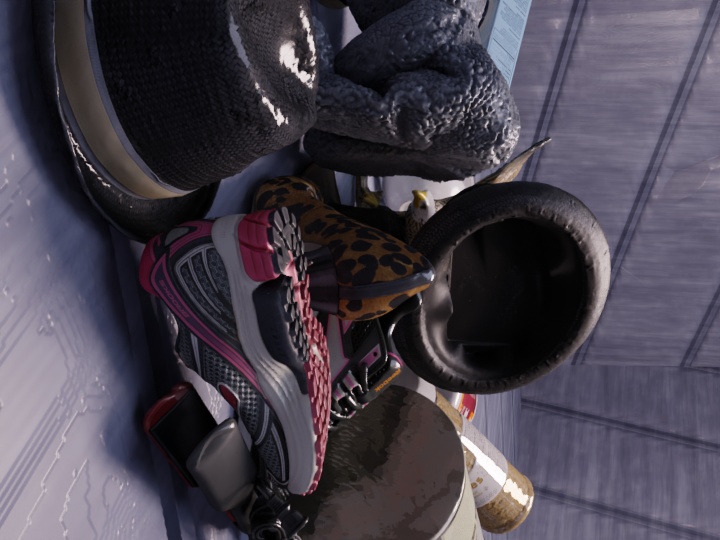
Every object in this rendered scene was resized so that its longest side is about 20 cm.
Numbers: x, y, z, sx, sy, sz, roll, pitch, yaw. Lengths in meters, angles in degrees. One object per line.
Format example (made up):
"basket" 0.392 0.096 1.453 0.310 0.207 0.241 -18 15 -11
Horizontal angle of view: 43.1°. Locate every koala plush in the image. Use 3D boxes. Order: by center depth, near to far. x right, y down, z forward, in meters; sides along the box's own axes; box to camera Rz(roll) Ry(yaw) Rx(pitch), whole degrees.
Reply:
"koala plush" 0.042 -0.182 0.675 0.177 0.183 0.201 40 61 -69

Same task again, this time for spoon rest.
"spoon rest" 0.055 -0.114 1.013 0.200 0.099 0.061 54 39 -50

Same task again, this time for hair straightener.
"hair straightener" -0.067 0.143 0.534 0.041 0.077 0.201 -42 147 -26

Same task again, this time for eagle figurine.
"eagle figurine" 0.087 -0.048 0.890 0.151 0.199 0.153 -44 132 -72

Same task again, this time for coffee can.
"coffee can" 0.025 0.205 0.739 0.200 0.145 0.147 73 21 -50

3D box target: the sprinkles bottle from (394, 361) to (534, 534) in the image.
"sprinkles bottle" 0.084 0.168 0.847 0.200 0.068 0.068 46 37 -29

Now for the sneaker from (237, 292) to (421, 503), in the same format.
"sneaker" -0.017 0.071 0.643 0.080 0.086 0.201 59 49 -60

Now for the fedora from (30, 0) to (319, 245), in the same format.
"fedora" -0.074 -0.104 0.456 0.201 0.091 0.202 0 90 -76

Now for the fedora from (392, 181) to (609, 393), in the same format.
"fedora" 0.107 0.003 0.758 0.092 0.199 0.201 -104 -177 -56

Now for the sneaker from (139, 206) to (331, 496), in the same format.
"sneaker" -0.059 0.048 0.503 0.081 0.074 0.201 -87 170 -50

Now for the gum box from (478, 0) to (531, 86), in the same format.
"gum box" 0.069 -0.206 0.826 0.044 0.169 0.201 32 66 -39

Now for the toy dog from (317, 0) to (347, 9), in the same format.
"toy dog" 0.001 -0.324 0.759 0.132 0.096 0.201 -17 107 -82

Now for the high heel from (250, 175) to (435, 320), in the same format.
"high heel" -0.009 -0.021 0.616 0.200 0.142 0.072 -61 147 -64

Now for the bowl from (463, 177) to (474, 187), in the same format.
"bowl" 0.126 -0.061 1.326 0.200 0.074 0.201 -75 161 -46

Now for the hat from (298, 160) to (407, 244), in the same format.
"hat" 0.000 0.000 0.783 0.201 0.080 0.202 -1 90 -75

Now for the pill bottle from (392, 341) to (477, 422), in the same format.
"pill bottle" 0.067 0.132 0.984 0.200 0.112 0.114 43 48 -71
